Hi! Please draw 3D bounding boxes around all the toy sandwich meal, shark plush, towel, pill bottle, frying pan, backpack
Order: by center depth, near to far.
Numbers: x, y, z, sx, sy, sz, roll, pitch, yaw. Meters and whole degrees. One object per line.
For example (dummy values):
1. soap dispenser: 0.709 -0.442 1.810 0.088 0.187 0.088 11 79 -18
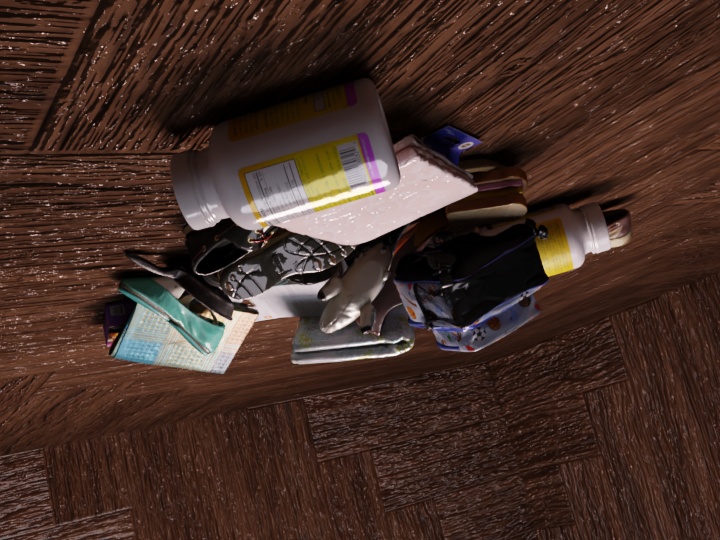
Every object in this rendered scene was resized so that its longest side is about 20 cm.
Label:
1. pill bottle: -0.069 -0.100 0.799 0.198 0.105 0.104 -15 167 6
2. towel: 0.017 -0.083 0.981 0.190 0.033 0.200 -24 164 22
3. toy sandwich meal: 0.127 -0.085 1.158 0.203 0.071 0.205 -14 167 -3
4. frying pan: -0.245 0.008 1.188 0.031 0.190 0.115 -51 -152 -1
5. backpack: 0.147 0.022 1.210 0.199 0.156 0.190 -21 -164 -29
6. shark plush: 0.000 0.000 1.252 0.090 0.202 0.083 25 171 -5
7. towel: -0.274 0.096 1.350 0.199 0.022 0.147 13 125 -34
8. towel: -0.011 0.101 1.409 0.198 0.049 0.171 -6 -164 5
9. pill bottle: 0.305 -0.046 1.435 0.198 0.112 0.111 -17 167 10

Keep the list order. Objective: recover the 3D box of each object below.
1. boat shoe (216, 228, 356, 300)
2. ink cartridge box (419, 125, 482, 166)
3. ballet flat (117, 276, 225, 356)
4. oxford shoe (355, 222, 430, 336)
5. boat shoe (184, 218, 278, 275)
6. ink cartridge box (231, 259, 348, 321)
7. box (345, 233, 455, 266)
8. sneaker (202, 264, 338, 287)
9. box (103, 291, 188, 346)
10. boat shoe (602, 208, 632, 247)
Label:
1. boat shoe: -0.098 -0.034 1.137 0.198 0.074 0.076 -22 125 -13
2. ink cartridge box: 0.045 -0.112 1.041 0.199 0.037 0.094 -25 163 29
3. ballet flat: -0.267 0.049 1.259 0.067 0.071 0.200 21 161 44
4. oxford shoe: 0.062 0.008 1.313 0.201 0.072 0.071 -53 173 9
5. boat shoe: -0.128 -0.053 1.034 0.200 0.064 0.073 -25 160 30
6. ink cartridge box: -0.106 0.028 1.351 0.198 0.041 0.200 -4 159 9
7. box: 0.044 -0.008 1.449 0.198 0.046 0.159 -7 165 -30
8. sneaker: -0.129 -0.013 1.213 0.198 0.076 0.079 -1 174 -20
9. box: -0.312 0.074 1.405 0.198 0.039 0.137 -10 166 -20
10. boat shoe: 0.381 -0.074 1.542 0.198 0.073 0.072 -6 138 11
